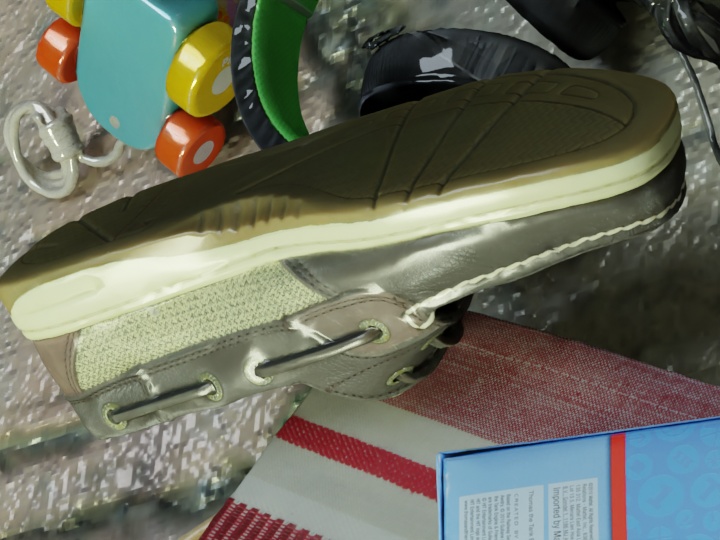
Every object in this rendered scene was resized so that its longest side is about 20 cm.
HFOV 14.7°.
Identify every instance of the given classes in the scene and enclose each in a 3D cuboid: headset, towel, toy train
[{"bbox_3d":[0.036,-0.072,0.776,0.200,0.094,0.124,20,81,41],"label":"headset"},{"bbox_3d":[0.005,0.098,0.690,0.144,0.023,0.200,17,62,44],"label":"towel"},{"bbox_3d":[-0.098,-0.125,0.910,0.150,0.200,0.056,1,28,48],"label":"toy train"}]

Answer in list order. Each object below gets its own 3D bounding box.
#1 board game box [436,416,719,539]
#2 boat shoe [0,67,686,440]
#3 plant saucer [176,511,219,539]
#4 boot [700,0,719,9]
[{"bbox_3d":[0.115,0.098,0.591,0.200,0.037,0.152,-10,57,18],"label":"board game box"},{"bbox_3d":[-0.001,0.001,0.723,0.201,0.066,0.072,-13,22,29],"label":"boat shoe"},{"bbox_3d":[-0.009,0.134,0.707,0.200,0.035,0.200,-22,39,18],"label":"plant saucer"},{"bbox_3d":[0.176,-0.115,0.632,0.211,0.079,0.158,23,83,20],"label":"boot"}]
